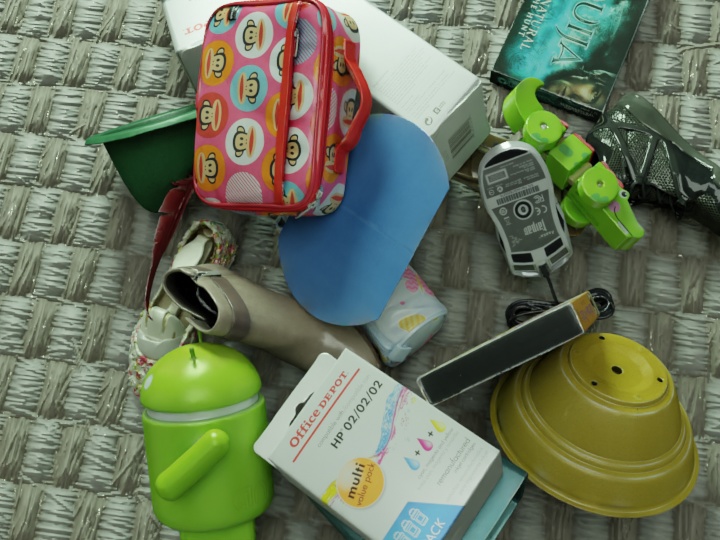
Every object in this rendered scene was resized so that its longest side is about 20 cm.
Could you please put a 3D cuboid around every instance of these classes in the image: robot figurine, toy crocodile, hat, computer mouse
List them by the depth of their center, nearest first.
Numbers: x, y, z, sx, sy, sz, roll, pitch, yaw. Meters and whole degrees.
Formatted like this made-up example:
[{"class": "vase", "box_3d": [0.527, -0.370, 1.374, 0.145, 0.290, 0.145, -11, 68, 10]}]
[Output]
[{"class": "robot figurine", "box_3d": [-0.141, 0.159, 0.897, 0.114, 0.175, 0.204, -6, 99, -6]}, {"class": "toy crocodile", "box_3d": [0.211, -0.105, 0.965, 0.061, 0.068, 0.201, -35, 74, -17]}, {"class": "computer mouse", "box_3d": [0.175, -0.034, 0.965, 0.108, 0.044, 0.203, -17, 102, 14]}, {"class": "hat", "box_3d": [-0.194, -0.075, 1.029, 0.198, 0.165, 0.179, -25, 107, -31]}]

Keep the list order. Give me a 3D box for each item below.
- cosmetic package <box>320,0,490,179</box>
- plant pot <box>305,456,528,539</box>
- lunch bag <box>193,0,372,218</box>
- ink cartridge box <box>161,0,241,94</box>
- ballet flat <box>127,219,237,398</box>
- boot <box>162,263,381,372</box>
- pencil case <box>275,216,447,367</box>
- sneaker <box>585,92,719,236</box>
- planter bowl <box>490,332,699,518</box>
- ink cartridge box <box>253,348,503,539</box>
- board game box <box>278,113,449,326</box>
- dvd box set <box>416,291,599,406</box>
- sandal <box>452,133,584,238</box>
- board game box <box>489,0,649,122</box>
[{"class": "cosmetic package", "box_3d": [0.029, -0.189, 0.976, 0.200, 0.113, 0.081, 42, 84, 21]}, {"class": "plant pot", "box_3d": [0.031, 0.196, 0.887, 0.199, 0.142, 0.142, 34, 76, 18]}, {"class": "lunch bag", "box_3d": [-0.070, -0.151, 0.915, 0.174, 0.082, 0.204, 5, 92, 30]}, {"class": "ink cartridge box", "box_3d": [-0.145, -0.307, 1.072, 0.142, 0.084, 0.202, -19, 59, 1]}, {"class": "ballet flat", "box_3d": [-0.191, 0.033, 0.991, 0.075, 0.064, 0.203, 17, 73, 13]}, {"class": "boot", "box_3d": [-0.092, 0.053, 0.918, 0.198, 0.145, 0.071, 26, 96, 34]}, {"class": "pencil case", "box_3d": [0.000, 0.000, 0.978, 0.200, 0.090, 0.083, 49, 117, 15]}, {"class": "sneaker", "box_3d": [0.306, -0.083, 1.003, 0.114, 0.076, 0.200, -39, 70, -8]}, {"class": "planter bowl", "box_3d": [0.223, 0.117, 0.879, 0.197, 0.084, 0.202, 7, 36, -5]}, {"class": "ink cartridge box", "box_3d": [0.005, 0.150, 0.804, 0.199, 0.068, 0.116, 31, 75, 24]}, {"class": "board game box", "box_3d": [0.007, -0.046, 0.917, 0.157, 0.039, 0.202, 34, 98, 38]}, {"class": "dvd box set", "box_3d": [0.140, 0.067, 0.871, 0.145, 0.200, 0.030, -28, 83, 15]}, {"class": "sandal", "box_3d": [0.149, -0.097, 1.023, 0.198, 0.054, 0.081, 26, 70, 5]}, {"class": "board game box", "box_3d": [0.245, -0.278, 1.096, 0.134, 0.028, 0.202, 22, 73, 11]}]
